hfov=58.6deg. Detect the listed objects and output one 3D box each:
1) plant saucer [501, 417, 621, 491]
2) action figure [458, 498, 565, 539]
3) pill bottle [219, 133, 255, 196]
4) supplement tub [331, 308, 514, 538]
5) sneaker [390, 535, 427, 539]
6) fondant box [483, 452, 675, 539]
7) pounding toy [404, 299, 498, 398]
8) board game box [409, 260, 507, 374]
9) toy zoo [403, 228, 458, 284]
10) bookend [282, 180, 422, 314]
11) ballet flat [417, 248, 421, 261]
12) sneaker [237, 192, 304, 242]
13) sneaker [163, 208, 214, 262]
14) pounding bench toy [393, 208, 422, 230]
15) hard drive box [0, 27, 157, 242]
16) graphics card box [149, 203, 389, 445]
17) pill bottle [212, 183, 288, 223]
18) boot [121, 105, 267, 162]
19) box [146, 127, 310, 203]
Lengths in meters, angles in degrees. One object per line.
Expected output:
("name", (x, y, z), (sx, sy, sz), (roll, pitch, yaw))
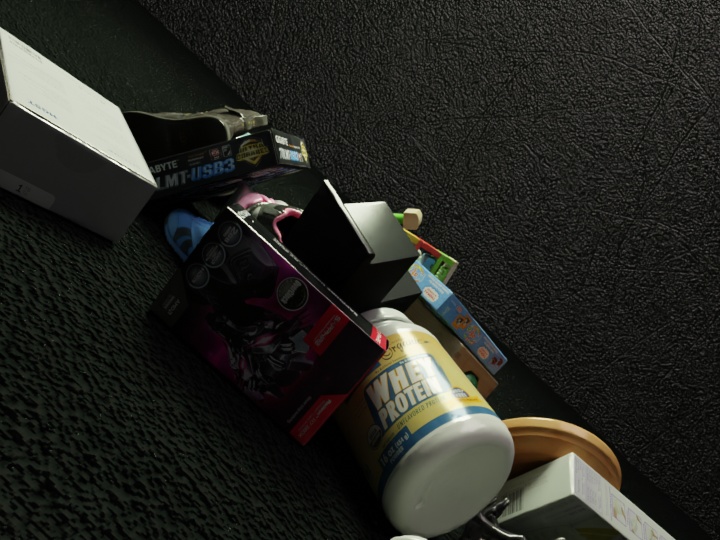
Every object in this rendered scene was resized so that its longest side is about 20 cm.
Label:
("plant saucer", (0.222, 0.264, 0.799), (0.199, 0.199, 0.038), (39, 39, -15))
("action figure", (0.184, 0.313, 0.637), (0.200, 0.102, 0.119), (49, 0, 42))
("pill bottle", (-0.231, -0.187, 1.100), (0.110, 0.111, 0.200), (41, 9, -5))
("supplement tub", (0.050, 0.149, 0.665), (0.144, 0.145, 0.201), (33, 12, -42))
("sneaker", (0.087, 0.285, 0.507), (0.199, 0.075, 0.100), (43, -9, -1))
("fondant box", (0.261, 0.319, 0.769), (0.199, 0.144, 0.059), (39, 38, -16))
("pounding toy", (0.094, 0.154, 0.954), (0.200, 0.142, 0.184), (45, 1, 43))
("board game box", (0.126, 0.058, 0.955), (0.200, 0.037, 0.151), (45, 1, -42))
("toy zoo", (0.058, 0.007, 0.994), (0.198, 0.133, 0.020), (26, 8, -42))
("bookend", (0.000, 0.000, 0.731), (0.196, 0.201, 0.093), (-11, 59, -46))
("ballet flat", (0.076, 0.046, 1.093), (0.070, 0.203, 0.073), (14, 36, -11))
("sneaker", (-0.056, -0.036, 0.781), (0.197, 0.081, 0.094), (15, -6, -43))
("sneaker", (-0.171, -0.028, 0.749), (0.065, 0.079, 0.201), (29, 14, -44))
("pounding bench toy", (-0.005, -0.044, 1.069), (0.154, 0.203, 0.124), (30, 8, 5))
("hard drive box", (-0.312, -0.141, 0.657), (0.155, 0.077, 0.201), (33, 13, -44))
("graphics card box", (-0.084, 0.051, 0.606), (0.199, 0.126, 0.051), (43, 10, -3))
("pill bottle", (-0.107, -0.024, 0.885), (0.199, 0.113, 0.112), (39, 9, -20))
("boot", (-0.248, -0.206, 0.943), (0.194, 0.071, 0.175), (3, 21, 5))
("box", (-0.179, -0.135, 0.856), (0.199, 0.195, 0.051), (-51, 126, -79))
